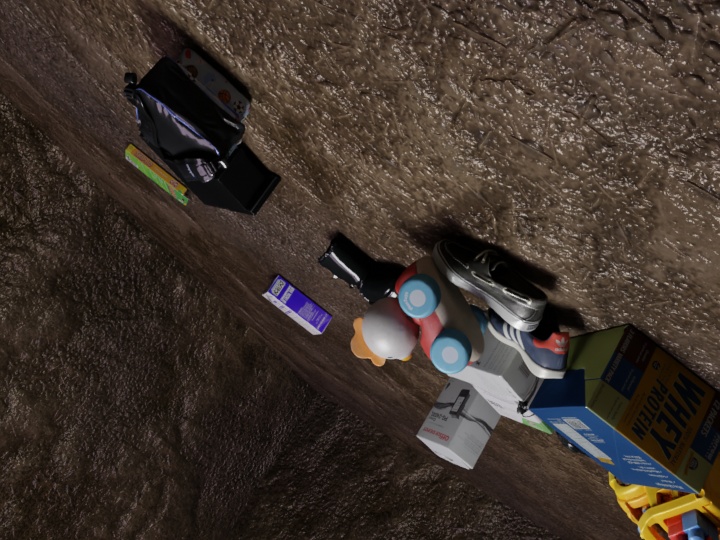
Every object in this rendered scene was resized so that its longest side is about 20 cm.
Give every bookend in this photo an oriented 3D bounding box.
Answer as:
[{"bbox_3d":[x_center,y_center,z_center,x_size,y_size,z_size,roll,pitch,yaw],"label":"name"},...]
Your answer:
[{"bbox_3d":[-0.285,-0.214,1.448,0.196,0.093,0.201,15,153,49],"label":"bookend"}]

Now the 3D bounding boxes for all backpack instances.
[{"bbox_3d":[-0.275,-0.243,1.228,0.200,0.155,0.190,44,155,-10],"label":"backpack"}]

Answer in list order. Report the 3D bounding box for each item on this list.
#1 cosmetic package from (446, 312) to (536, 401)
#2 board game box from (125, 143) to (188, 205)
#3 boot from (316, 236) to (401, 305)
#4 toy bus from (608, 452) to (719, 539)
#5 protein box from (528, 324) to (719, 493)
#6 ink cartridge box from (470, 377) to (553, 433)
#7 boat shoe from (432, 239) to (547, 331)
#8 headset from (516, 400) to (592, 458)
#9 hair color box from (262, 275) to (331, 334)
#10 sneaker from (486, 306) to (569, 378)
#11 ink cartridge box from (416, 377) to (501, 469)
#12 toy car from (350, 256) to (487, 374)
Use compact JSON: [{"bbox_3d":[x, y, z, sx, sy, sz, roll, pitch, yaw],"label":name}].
[{"bbox_3d":[0.225,0.142,1.357,0.081,0.114,0.198,45,160,-31],"label":"cosmetic package"},{"bbox_3d":[-0.527,-0.247,2.000,0.199,0.030,0.095,42,165,-10],"label":"board game box"},{"bbox_3d":[0.001,-0.001,1.507,0.162,0.074,0.198,40,165,-5],"label":"boot"},{"bbox_3d":[0.496,0.380,1.204,0.135,0.194,0.199,38,132,-15],"label":"toy bus"},{"bbox_3d":[0.392,0.205,1.129,0.198,0.136,0.199,36,165,-3],"label":"protein box"},{"bbox_3d":[0.287,0.213,1.476,0.200,0.085,0.145,46,161,-32],"label":"ink cartridge box"},{"bbox_3d":[0.191,0.004,1.125,0.199,0.070,0.065,38,135,26],"label":"boat shoe"},{"bbox_3d":[0.360,0.244,1.279,0.194,0.127,0.094,9,161,11],"label":"headset"},{"bbox_3d":[-0.185,0.102,2.219,0.198,0.066,0.109,37,165,-10],"label":"hair color box"},{"bbox_3d":[0.265,0.084,1.197,0.073,0.087,0.200,0,-156,-24],"label":"sneaker"},{"bbox_3d":[0.229,0.313,1.678,0.083,0.202,0.144,39,164,-19],"label":"ink cartridge box"},{"bbox_3d":[0.077,0.096,1.206,0.180,0.198,0.184,59,-158,-1],"label":"toy car"}]
